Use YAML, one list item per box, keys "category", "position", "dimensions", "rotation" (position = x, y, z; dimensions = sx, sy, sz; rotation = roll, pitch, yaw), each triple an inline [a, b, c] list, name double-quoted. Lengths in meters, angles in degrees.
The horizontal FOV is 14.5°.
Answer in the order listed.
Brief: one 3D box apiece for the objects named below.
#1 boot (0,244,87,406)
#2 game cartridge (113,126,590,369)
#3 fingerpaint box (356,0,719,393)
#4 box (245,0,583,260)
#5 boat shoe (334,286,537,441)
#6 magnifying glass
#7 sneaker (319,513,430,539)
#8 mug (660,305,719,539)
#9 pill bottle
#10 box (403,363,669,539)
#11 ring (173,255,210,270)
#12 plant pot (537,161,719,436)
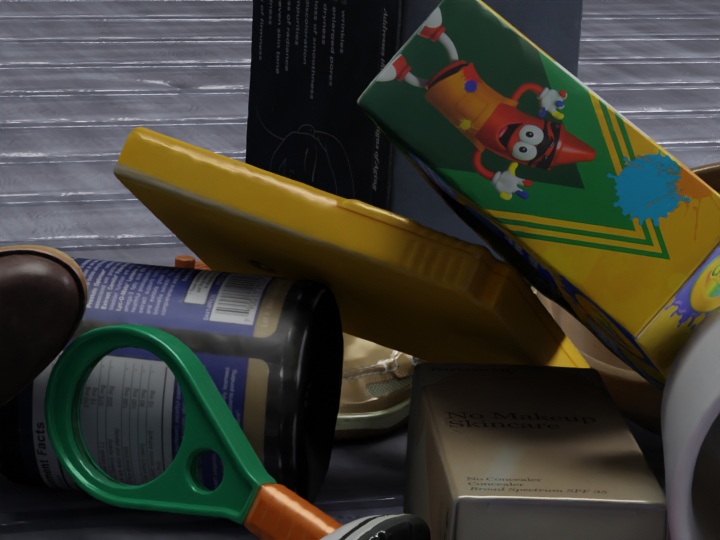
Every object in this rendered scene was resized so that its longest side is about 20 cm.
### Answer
- category: "boot"
  position: [-0.201, 0.074, 1.207]
  dimensions: [0.200, 0.072, 0.166]
  rotation: [-31, 20, 3]
- category: "game cartridge"
  position: [0.000, 0.000, 1.353]
  dimensions: [0.200, 0.032, 0.176]
  rotation: [18, -13, 23]
- category: "fingerpaint box"
  position: [0.103, -0.020, 1.253]
  dimensions: [0.167, 0.073, 0.200]
  rotation: [41, 0, 22]
- category: "box"
  position: [0.026, -0.083, 1.655]
  dimensions: [0.124, 0.200, 0.197]
  rotation: [-3, 15, -25]
- category: "boat shoe"
  position: [0.015, 0.036, 1.485]
  dimensions: [0.200, 0.076, 0.072]
  rotation: [-12, 33, -43]
- category: "magnifying glass"
  position: [-0.059, 0.092, 1.236]
  dimensions: [0.200, 0.080, 0.022]
  rotation: [32, 14, 27]
- category: "sneaker"
  position: [-0.055, 0.132, 1.095]
  dimensions: [0.115, 0.076, 0.200]
  rotation: [11, 18, 25]
- category: "mug"
  position: [0.187, 0.089, 1.130]
  dimensions: [0.149, 0.187, 0.153]
  rotation: [-7, 14, -2]
- category: "pill bottle"
  position: [-0.115, 0.051, 1.341]
  dimensions: [0.200, 0.112, 0.112]
  rotation: [6, 14, 10]
- category: "box"
  position: [0.072, 0.105, 1.231]
  dimensions: [0.095, 0.078, 0.200]
  rotation: [1, 14, -6]
- category: "ring"
  position: [-0.033, 0.010, 1.725]
  dimensions: [0.200, 0.019, 0.200]
  rotation: [3, 13, -1]
- category: "plant pot"
  position: [0.197, 0.032, 1.459]
  dimensions: [0.200, 0.093, 0.201]
  rotation: [-12, 31, 8]
